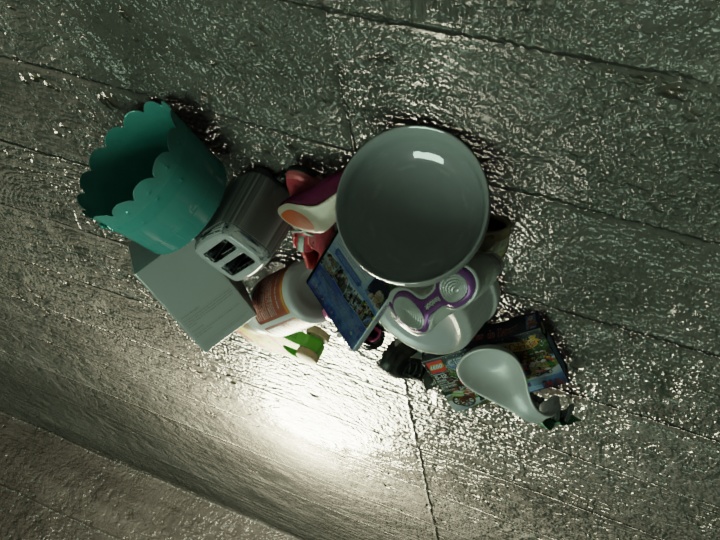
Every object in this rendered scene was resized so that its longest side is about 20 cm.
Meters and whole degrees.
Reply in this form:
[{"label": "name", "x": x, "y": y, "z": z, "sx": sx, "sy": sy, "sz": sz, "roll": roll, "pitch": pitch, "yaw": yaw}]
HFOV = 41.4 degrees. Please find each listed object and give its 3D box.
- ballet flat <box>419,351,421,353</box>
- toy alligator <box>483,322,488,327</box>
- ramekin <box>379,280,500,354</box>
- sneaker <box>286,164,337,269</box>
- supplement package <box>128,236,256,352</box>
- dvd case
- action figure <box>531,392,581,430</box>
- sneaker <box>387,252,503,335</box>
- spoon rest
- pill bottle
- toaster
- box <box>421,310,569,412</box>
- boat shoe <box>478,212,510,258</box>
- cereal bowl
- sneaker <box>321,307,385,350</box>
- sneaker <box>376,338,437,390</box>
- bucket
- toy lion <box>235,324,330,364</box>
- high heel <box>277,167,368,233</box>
[{"label": "ballet flat", "x": 0.094, "y": 0.084, "z": 1.578, "sx": 0.199, "sy": 0.070, "sz": 0.069, "roll": 37, "pitch": 151, "yaw": -16}, {"label": "toy alligator", "x": 0.202, "y": 0.120, "z": 1.543, "sx": 0.059, "sy": 0.055, "sz": 0.200, "roll": -3, "pitch": 139, "yaw": 43}, {"label": "ramekin", "x": 0.102, "y": 0.039, "z": 1.431, "sx": 0.200, "sy": 0.095, "sz": 0.204, "roll": 24, "pitch": 146, "yaw": 17}, {"label": "sneaker", "x": -0.072, "y": -0.073, "z": 1.434, "sx": 0.073, "sy": 0.087, "sz": 0.201, "roll": 14, "pitch": 148, "yaw": 24}, {"label": "supplement package", "x": -0.285, "y": 0.015, "z": 1.618, "sx": 0.201, "sy": 0.116, "sz": 0.118, "roll": 55, "pitch": -179, "yaw": -32}, {"label": "dvd case", "x": 0.000, "y": 0.000, "z": 1.397, "sx": 0.143, "sy": 0.017, "sz": 0.201, "roll": 54, "pitch": 131, "yaw": 27}, {"label": "action figure", "x": 0.267, "y": 0.215, "z": 1.626, "sx": 0.117, "sy": 0.055, "sz": 0.199, "roll": 13, "pitch": -177, "yaw": -45}, {"label": "sneaker", "x": 0.116, "y": 0.030, "z": 1.292, "sx": 0.199, "sy": 0.099, "sz": 0.076, "roll": -26, "pitch": 91, "yaw": 50}, {"label": "spoon rest", "x": 0.232, "y": 0.178, "z": 1.463, "sx": 0.199, "sy": 0.061, "sz": 0.099, "roll": 34, "pitch": 127, "yaw": -26}, {"label": "pill bottle", "x": -0.127, "y": 0.053, "z": 1.668, "sx": 0.112, "sy": 0.113, "sz": 0.199, "roll": 38, "pitch": 151, "yaw": -19}, {"label": "toaster", "x": -0.175, "y": -0.069, "z": 1.488, "sx": 0.113, "sy": 0.130, "sz": 0.199, "roll": 37, "pitch": 151, "yaw": -19}, {"label": "box", "x": 0.213, "y": 0.148, "z": 1.505, "sx": 0.198, "sy": 0.038, "sz": 0.137, "roll": -19, "pitch": 130, "yaw": 21}, {"label": "boat shoe", "x": 0.108, "y": -0.069, "z": 1.301, "sx": 0.197, "sy": 0.073, "sz": 0.065, "roll": 16, "pitch": 146, "yaw": 10}, {"label": "cereal bowl", "x": 0.070, "y": -0.076, "z": 1.207, "sx": 0.198, "sy": 0.202, "sz": 0.083, "roll": 20, "pitch": 175, "yaw": 14}, {"label": "sneaker", "x": 0.004, "y": 0.101, "z": 1.610, "sx": 0.086, "sy": 0.081, "sz": 0.200, "roll": 34, "pitch": 177, "yaw": 29}, {"label": "sneaker", "x": 0.097, "y": 0.162, "z": 1.617, "sx": 0.090, "sy": 0.067, "sz": 0.200, "roll": 32, "pitch": -174, "yaw": 23}, {"label": "bucket", "x": -0.310, "y": -0.134, "z": 1.433, "sx": 0.205, "sy": 0.209, "sz": 0.135, "roll": 0, "pitch": 150, "yaw": 42}, {"label": "toy lion", "x": -0.170, "y": 0.130, "z": 1.900, "sx": 0.198, "sy": 0.069, "sz": 0.192, "roll": 28, "pitch": 159, "yaw": -1}, {"label": "high heel", "x": -0.037, "y": -0.110, "z": 1.339, "sx": 0.199, "sy": 0.097, "sz": 0.067, "roll": -1, "pitch": 141, "yaw": 47}]
